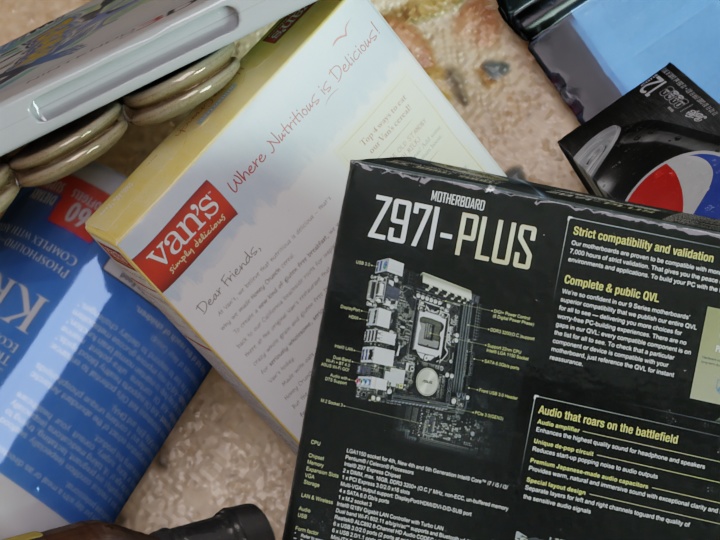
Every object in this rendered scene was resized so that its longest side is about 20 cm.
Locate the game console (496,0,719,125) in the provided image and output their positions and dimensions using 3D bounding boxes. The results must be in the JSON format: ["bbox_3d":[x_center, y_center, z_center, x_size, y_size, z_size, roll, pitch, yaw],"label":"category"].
[{"bbox_3d":[0.164,-0.158,0.995,0.199,0.173,0.119,-33,48,-8],"label":"game console"}]

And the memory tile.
[{"bbox_3d":[-0.129,-0.059,0.941,0.153,0.200,0.017,-30,105,-6],"label":"memory tile"}]

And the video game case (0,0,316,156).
[{"bbox_3d":[-0.088,-0.105,0.939,0.181,0.200,0.022,-25,104,6],"label":"video game case"}]

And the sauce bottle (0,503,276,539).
[{"bbox_3d":[-0.126,0.134,0.864,0.198,0.065,0.065,-12,72,-24],"label":"sauce bottle"}]

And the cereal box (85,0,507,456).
[{"bbox_3d":[0.000,0.000,0.929,0.144,0.039,0.200,-46,119,-11],"label":"cereal box"}]

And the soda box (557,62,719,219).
[{"bbox_3d":[0.152,-0.010,0.903,0.063,0.200,0.071,-35,119,0],"label":"soda box"}]

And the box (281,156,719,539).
[{"bbox_3d":[0.084,0.059,0.774,0.198,0.086,0.165,11,96,14],"label":"box"}]

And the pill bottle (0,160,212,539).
[{"bbox_3d":[-0.140,0.061,0.941,0.112,0.112,0.201,29,76,11],"label":"pill bottle"}]
